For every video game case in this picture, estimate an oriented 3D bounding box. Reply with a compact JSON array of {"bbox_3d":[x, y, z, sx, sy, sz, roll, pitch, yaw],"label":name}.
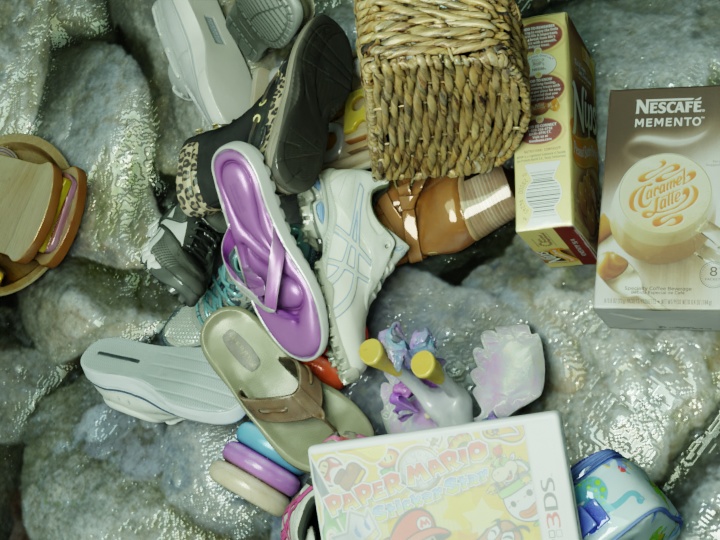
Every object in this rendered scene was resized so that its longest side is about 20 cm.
[{"bbox_3d":[0.069,0.210,1.107,0.200,0.023,0.182,-10,87,16],"label":"video game case"}]

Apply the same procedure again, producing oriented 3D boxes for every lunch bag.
[{"bbox_3d":[0.163,0.235,1.177,0.200,0.161,0.082,-43,64,7],"label":"lunch bag"}]

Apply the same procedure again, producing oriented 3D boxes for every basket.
[{"bbox_3d":[0.068,-0.185,1.220,0.143,0.200,0.149,-5,64,1],"label":"basket"}]

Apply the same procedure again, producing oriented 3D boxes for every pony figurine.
[{"bbox_3d":[0.077,0.124,1.249,0.166,0.200,0.193,-28,51,18],"label":"pony figurine"}]

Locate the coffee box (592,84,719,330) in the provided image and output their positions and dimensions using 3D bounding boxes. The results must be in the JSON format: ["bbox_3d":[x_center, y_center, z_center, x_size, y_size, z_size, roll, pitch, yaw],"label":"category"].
[{"bbox_3d":[0.270,-0.053,1.264,0.114,0.080,0.200,0,75,22],"label":"coffee box"}]

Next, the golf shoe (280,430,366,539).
[{"bbox_3d":[-0.037,0.226,1.251,0.073,0.200,0.092,22,46,6],"label":"golf shoe"}]

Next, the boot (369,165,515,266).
[{"bbox_3d":[0.058,-0.106,1.382,0.155,0.077,0.200,-24,74,19],"label":"boot"}]

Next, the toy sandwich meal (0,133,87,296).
[{"bbox_3d":[-0.387,-0.063,1.547,0.205,0.070,0.205,-7,72,21],"label":"toy sandwich meal"}]

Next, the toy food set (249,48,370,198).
[{"bbox_3d":[-0.029,-0.164,1.399,0.200,0.060,0.144,-17,57,36],"label":"toy food set"}]

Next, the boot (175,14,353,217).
[{"bbox_3d":[-0.090,-0.140,1.354,0.150,0.073,0.200,-18,49,40],"label":"boot"}]

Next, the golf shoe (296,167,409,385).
[{"bbox_3d":[0.000,0.000,1.312,0.097,0.078,0.200,-7,79,-6],"label":"golf shoe"}]

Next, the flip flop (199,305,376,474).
[{"bbox_3d":[-0.070,0.105,1.294,0.081,0.058,0.200,-41,73,-9],"label":"flip flop"}]

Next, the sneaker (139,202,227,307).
[{"bbox_3d":[-0.160,-0.031,1.389,0.090,0.200,0.066,-45,108,8],"label":"sneaker"}]

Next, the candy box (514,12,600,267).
[{"bbox_3d":[0.176,-0.115,1.301,0.055,0.115,0.200,-5,73,20],"label":"candy box"}]

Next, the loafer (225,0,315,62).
[{"bbox_3d":[-0.082,-0.260,1.428,0.070,0.200,0.075,-37,101,-14],"label":"loafer"}]

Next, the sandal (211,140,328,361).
[{"bbox_3d":[-0.092,-0.011,1.264,0.082,0.050,0.203,-21,92,46],"label":"sandal"}]

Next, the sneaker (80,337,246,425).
[{"bbox_3d":[-0.180,0.115,1.407,0.200,0.071,0.073,15,54,34],"label":"sneaker"}]

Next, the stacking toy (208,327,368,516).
[{"bbox_3d":[-0.059,0.124,1.355,0.085,0.085,0.200,25,79,27],"label":"stacking toy"}]

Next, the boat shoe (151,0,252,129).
[{"bbox_3d":[-0.170,-0.214,1.508,0.068,0.072,0.200,-36,69,33],"label":"boat shoe"}]

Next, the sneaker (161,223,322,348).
[{"bbox_3d":[-0.118,0.011,1.403,0.200,0.086,0.078,-33,64,10],"label":"sneaker"}]
